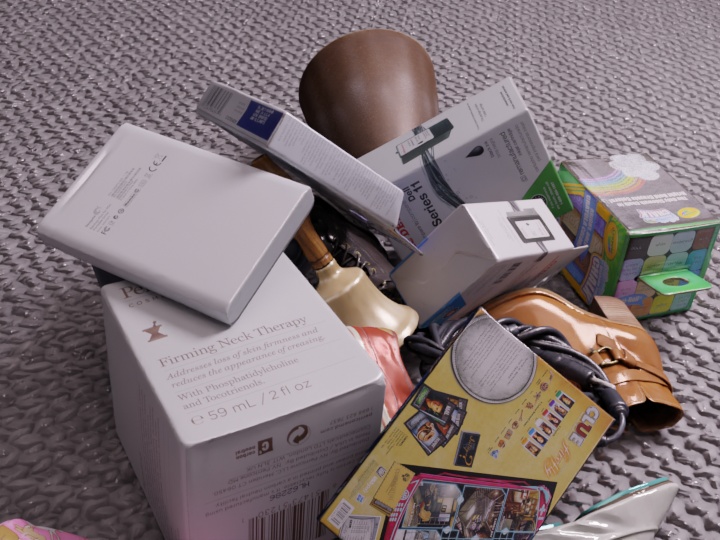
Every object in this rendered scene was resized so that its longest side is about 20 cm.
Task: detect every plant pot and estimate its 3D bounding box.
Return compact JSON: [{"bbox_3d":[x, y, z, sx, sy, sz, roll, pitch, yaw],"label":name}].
[{"bbox_3d":[0.027,-0.165,1.172,0.184,0.188,0.202,-4,51,-12],"label":"plant pot"}]

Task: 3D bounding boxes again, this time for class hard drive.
[{"bbox_3d":[-0.155,-0.045,0.775,0.198,0.026,0.133,21,62,22],"label":"hard drive"}]

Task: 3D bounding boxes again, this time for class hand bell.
[{"bbox_3d":[-0.039,-0.016,0.835,0.103,0.202,0.104,-28,16,9],"label":"hand bell"}]

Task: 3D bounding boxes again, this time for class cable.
[{"bbox_3d":[0.134,0.081,0.812,0.197,0.051,0.164,17,25,3],"label":"cable"}]

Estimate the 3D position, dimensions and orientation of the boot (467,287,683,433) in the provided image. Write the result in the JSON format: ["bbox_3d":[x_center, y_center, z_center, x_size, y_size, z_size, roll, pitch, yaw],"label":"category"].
[{"bbox_3d":[0.207,0.097,0.916,0.197,0.077,0.156,3,39,-16],"label":"boot"}]

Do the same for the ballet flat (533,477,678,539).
[{"bbox_3d":[0.178,0.226,0.743,0.197,0.070,0.070,-14,39,-17],"label":"ballet flat"}]

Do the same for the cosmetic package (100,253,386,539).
[{"bbox_3d":[-0.101,0.113,0.765,0.165,0.168,0.200,-16,40,-26],"label":"cosmetic package"}]

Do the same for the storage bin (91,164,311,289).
[{"bbox_3d":[-0.161,-0.033,0.884,0.198,0.134,0.147,-26,79,6],"label":"storage bin"}]

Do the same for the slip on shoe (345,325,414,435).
[{"bbox_3d":[0.032,0.138,0.765,0.060,0.074,0.203,-12,74,-25],"label":"slip on shoe"}]

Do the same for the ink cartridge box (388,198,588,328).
[{"bbox_3d":[0.136,-0.011,0.948,0.199,0.116,0.068,-7,61,-51],"label":"ink cartridge box"}]

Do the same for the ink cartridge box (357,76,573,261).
[{"bbox_3d":[0.112,-0.094,1.025,0.198,0.147,0.084,-27,35,12],"label":"ink cartridge box"}]

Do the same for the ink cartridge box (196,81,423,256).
[{"bbox_3d":[-0.043,-0.102,0.896,0.199,0.041,0.199,33,0,-34],"label":"ink cartridge box"}]

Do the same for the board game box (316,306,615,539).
[{"bbox_3d":[0.080,0.149,0.698,0.135,0.035,0.201,39,78,3],"label":"board game box"}]

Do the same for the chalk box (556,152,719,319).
[{"bbox_3d":[0.309,-0.026,1.042,0.123,0.125,0.201,-6,38,-17],"label":"chalk box"}]

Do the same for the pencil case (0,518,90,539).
[{"bbox_3d":[-0.172,0.237,0.659,0.197,0.084,0.087,11,36,7],"label":"pencil case"}]

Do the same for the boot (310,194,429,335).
[{"bbox_3d":[0.000,0.000,0.966,0.198,0.070,0.174,16,21,-42],"label":"boot"}]
